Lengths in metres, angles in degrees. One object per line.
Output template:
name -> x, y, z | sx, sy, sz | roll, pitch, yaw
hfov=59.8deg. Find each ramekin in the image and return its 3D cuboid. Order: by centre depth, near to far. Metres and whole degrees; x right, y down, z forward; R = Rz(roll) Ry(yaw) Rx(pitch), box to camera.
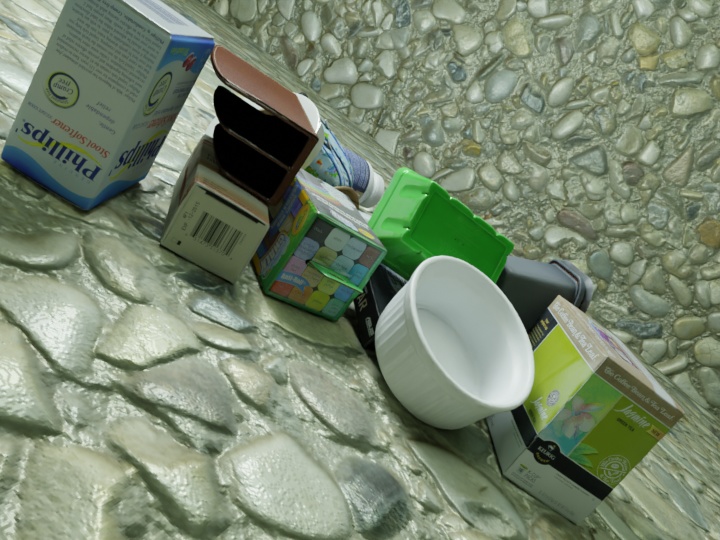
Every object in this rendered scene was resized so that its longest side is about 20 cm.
ramekin -> 0.111, 0.094, 0.774 | 0.198, 0.098, 0.204 | 24, 45, -26

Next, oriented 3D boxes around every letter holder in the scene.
letter holder -> -0.150, -0.194, 0.797 | 0.141, 0.101, 0.201 | 29, 18, -27

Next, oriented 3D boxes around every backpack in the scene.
backpack -> -0.100, -0.195, 1.162 | 0.201, 0.162, 0.154 | 49, 12, -25

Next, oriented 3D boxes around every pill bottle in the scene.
pill bottle -> -0.040, -0.210, 1.391 | 0.198, 0.112, 0.111 | 21, 22, -44

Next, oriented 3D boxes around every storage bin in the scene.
storage bin -> 0.239, 0.067, 0.972 | 0.132, 0.203, 0.146 | 16, 19, -15

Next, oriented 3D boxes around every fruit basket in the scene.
fruit basket -> 0.103, -0.051, 0.922 | 0.213, 0.157, 0.216 | 30, -8, 5

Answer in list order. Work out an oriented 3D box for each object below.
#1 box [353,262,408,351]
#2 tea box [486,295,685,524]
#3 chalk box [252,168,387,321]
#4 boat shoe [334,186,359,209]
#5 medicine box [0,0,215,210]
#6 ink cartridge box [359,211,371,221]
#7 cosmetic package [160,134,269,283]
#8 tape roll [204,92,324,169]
box -> 0.075, 0.055, 0.910 | 0.197, 0.043, 0.163 | 21, 41, -35
tea box -> 0.278, 0.175, 0.837 | 0.132, 0.198, 0.201 | 33, 17, -9
chalk box -> -0.058, -0.026, 0.815 | 0.123, 0.125, 0.201 | 27, 19, -34
boat shoe -> -0.097, -0.098, 0.986 | 0.196, 0.075, 0.062 | -2, 3, -34
medicine box -> -0.265, -0.193, 0.684 | 0.102, 0.202, 0.183 | 31, 16, -9
ink cartridge box -> 0.056, -0.072, 1.257 | 0.194, 0.044, 0.198 | 29, 10, 34
cosmetic package -> -0.177, -0.084, 0.780 | 0.102, 0.088, 0.201 | 29, 18, -24
tape roll -> -0.157, -0.216, 1.018 | 0.203, 0.201, 0.037 | 49, -17, 37
